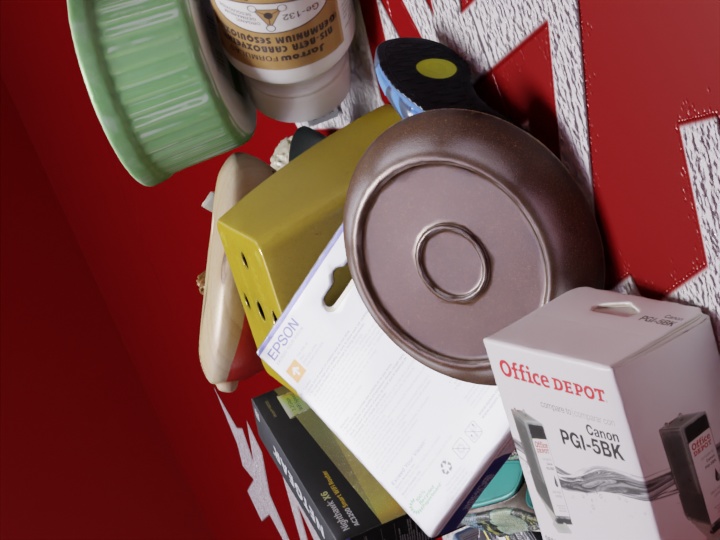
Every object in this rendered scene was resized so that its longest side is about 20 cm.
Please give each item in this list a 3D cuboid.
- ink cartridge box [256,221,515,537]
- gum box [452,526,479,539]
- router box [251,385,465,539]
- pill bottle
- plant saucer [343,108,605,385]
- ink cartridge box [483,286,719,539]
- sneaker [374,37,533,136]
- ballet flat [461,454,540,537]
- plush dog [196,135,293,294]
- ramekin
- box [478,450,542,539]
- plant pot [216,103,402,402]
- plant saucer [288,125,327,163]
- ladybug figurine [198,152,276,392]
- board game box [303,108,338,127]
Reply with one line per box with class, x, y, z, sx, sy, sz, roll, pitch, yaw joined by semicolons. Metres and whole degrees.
ink cartridge box;0.045;0.053;1.570;0.200;0.041;0.200;46;118;20
gum box;0.128;0.337;2.002;0.200;0.044;0.170;100;146;-67
router box;0.013;0.163;1.950;0.200;0.157;0.052;54;161;44
pill bottle;-0.063;-0.216;1.751;0.115;0.114;0.200;59;168;36
plant saucer;0.068;-0.009;1.475;0.200;0.032;0.201;14;117;28
ink cartridge box;0.171;0.124;1.379;0.147;0.083;0.201;11;122;60
sneaker;0.062;-0.094;1.545;0.200;0.066;0.079;52;148;44
ballet flat;0.145;0.167;1.630;0.200;0.074;0.074;-12;100;59
plush dog;-0.064;-0.003;1.953;0.172;0.160;0.201;-131;20;-71
ramekin;-0.159;-0.179;1.804;0.200;0.097;0.201;-16;-90;-80
box;0.157;0.254;1.758;0.162;0.049;0.200;88;157;-47
plant pot;0.000;0.000;1.712;0.200;0.176;0.201;-151;42;-70
plant saucer;-0.008;-0.032;1.878;0.201;0.039;0.202;-14;-90;-74
ladybug figurine;-0.093;0.003;1.824;0.136;0.072;0.201;161;115;-84
board game box;-0.082;-0.214;2.002;0.200;0.035;0.127;-143;33;-65
